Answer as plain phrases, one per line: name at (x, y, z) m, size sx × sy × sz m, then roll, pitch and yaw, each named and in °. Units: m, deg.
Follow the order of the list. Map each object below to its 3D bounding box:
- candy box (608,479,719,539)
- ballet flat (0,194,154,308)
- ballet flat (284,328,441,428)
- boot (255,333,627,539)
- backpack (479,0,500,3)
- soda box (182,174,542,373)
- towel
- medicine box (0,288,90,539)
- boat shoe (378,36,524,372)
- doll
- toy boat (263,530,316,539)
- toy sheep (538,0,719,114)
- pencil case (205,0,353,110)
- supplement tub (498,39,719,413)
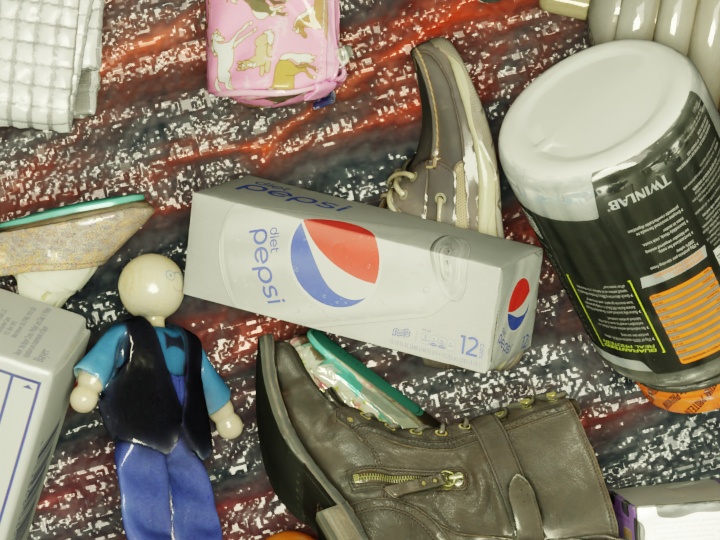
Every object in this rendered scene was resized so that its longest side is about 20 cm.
candy box at (0.189, 0.226, 1.457) m, size 0.071 × 0.168 × 0.202 m, roll -5°, pitch 89°, yaw 0°
ballet flat at (-0.214, 0.000, 1.513) m, size 0.198 × 0.068 × 0.068 m, roll -8°, pitch 93°, yaw 9°
ballet flat at (0.026, 0.112, 1.511) m, size 0.199 × 0.076 × 0.064 m, roll 36°, pitch 98°, yaw 9°
boot at (0.042, 0.102, 1.442) m, size 0.173 × 0.069 × 0.201 m, roll -17°, pitch 59°, yaw -16°
backpack at (0.069, -0.274, 1.453) m, size 0.200 × 0.150 × 0.178 m, roll 51°, pitch 58°, yaw -15°
soda box at (0.000, 0.000, 1.468) m, size 0.199 × 0.068 × 0.064 m, roll 15°, pitch 107°, yaw 24°
towel at (-0.230, -0.183, 1.506) m, size 0.164 × 0.086 × 0.202 m, roll 4°, pitch 87°, yaw -2°
medicine box at (-0.280, 0.092, 1.462) m, size 0.199 × 0.103 × 0.183 m, roll 19°, pitch 108°, yaw 0°
boat shoe at (0.047, -0.036, 1.509) m, size 0.073 × 0.074 × 0.202 m, roll -11°, pitch 88°, yaw -1°
doll at (-0.112, 0.089, 1.483) m, size 0.048 × 0.136 × 0.202 m, roll -20°, pitch 73°, yaw 37°
toy boat at (-0.022, 0.209, 1.493) m, size 0.200 × 0.131 × 0.131 m, roll -37°, pitch 59°, yaw -2°
toy sheep at (0.203, -0.144, 1.490) m, size 0.198 × 0.138 × 0.139 m, roll 10°, pitch 89°, yaw 13°
pencil case at (-0.048, -0.197, 1.507) m, size 0.086 × 0.083 × 0.202 m, roll 0°, pitch 88°, yaw -15°
supplement tub at (0.167, -0.021, 1.449) m, size 0.122 × 0.123 × 0.201 m, roll -31°, pitch 126°, yaw -1°
